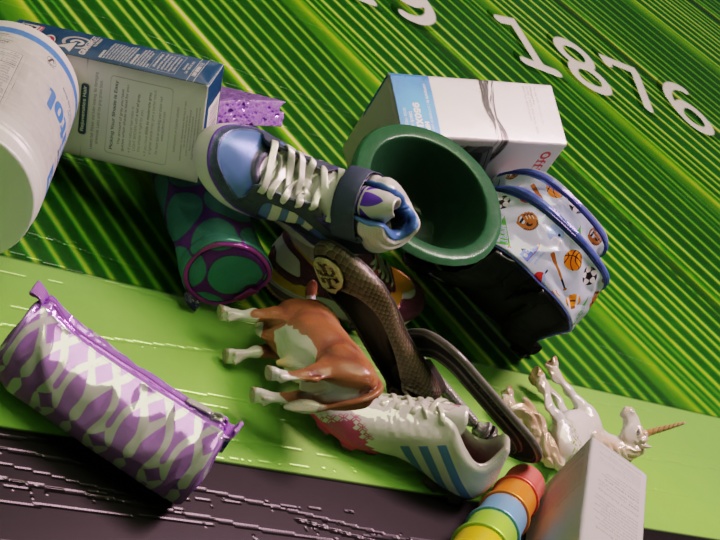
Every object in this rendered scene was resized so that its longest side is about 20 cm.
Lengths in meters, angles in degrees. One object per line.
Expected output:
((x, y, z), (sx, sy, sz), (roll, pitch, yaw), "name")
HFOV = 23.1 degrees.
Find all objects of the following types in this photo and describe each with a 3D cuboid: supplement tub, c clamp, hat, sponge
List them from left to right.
((-0.317, -0.114, 1.486), (0.132, 0.132, 0.200), (30, 30, -16), "supplement tub")
((-0.185, -0.170, 1.724), (0.199, 0.030, 0.111), (16, 14, 31), "sponge")
((0.032, -0.036, 1.780), (0.165, 0.176, 0.201), (27, 44, -11), "hat")
((0.089, 0.110, 1.678), (0.200, 0.171, 0.027), (48, 71, -9), "c clamp")

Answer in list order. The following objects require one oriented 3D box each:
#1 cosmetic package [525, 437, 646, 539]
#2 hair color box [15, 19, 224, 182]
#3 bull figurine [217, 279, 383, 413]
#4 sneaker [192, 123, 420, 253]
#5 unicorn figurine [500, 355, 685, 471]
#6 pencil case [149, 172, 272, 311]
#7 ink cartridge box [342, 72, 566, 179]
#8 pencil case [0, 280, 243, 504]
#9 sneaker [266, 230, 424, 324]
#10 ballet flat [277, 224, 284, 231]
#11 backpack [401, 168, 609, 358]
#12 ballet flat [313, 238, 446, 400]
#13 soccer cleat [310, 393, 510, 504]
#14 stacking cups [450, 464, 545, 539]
((0.203, 0.252, 1.606), (0.074, 0.102, 0.200), (34, 29, -9), "cosmetic package")
((-0.230, -0.156, 1.603), (0.199, 0.101, 0.061), (13, 29, 5), "hair color box")
((-0.056, 0.068, 1.568), (0.121, 0.066, 0.200), (-6, 23, -25), "bull figurine")
((-0.035, -0.076, 1.569), (0.200, 0.146, 0.081), (33, 66, -40), "sneaker")
((0.222, 0.156, 1.815), (0.200, 0.074, 0.138), (-28, 78, -45), "unicorn figurine")
((-0.145, -0.055, 1.654), (0.093, 0.085, 0.201), (65, 3, -45), "pencil case")
((0.101, -0.135, 1.905), (0.199, 0.145, 0.085), (1, 60, -23), "ink cartridge box")
((-0.192, 0.100, 1.372), (0.199, 0.086, 0.084), (34, 30, -9), "pencil case")
((0.000, 0.000, 1.739), (0.199, 0.090, 0.075), (11, 40, -39), "sneaker")
((-0.081, -0.087, 1.780), (0.200, 0.068, 0.067), (36, 70, -8), "ballet flat")
((0.171, -0.012, 1.830), (0.200, 0.154, 0.190), (38, -8, -14), "backpack")
((0.012, 0.055, 1.614), (0.067, 0.046, 0.200), (14, -37, 56), "ballet flat")
((0.047, 0.137, 1.600), (0.199, 0.086, 0.070), (29, 30, -19), "soccer cleat")
((0.124, 0.225, 1.592), (0.060, 0.061, 0.200), (40, 28, 3), "stacking cups")
